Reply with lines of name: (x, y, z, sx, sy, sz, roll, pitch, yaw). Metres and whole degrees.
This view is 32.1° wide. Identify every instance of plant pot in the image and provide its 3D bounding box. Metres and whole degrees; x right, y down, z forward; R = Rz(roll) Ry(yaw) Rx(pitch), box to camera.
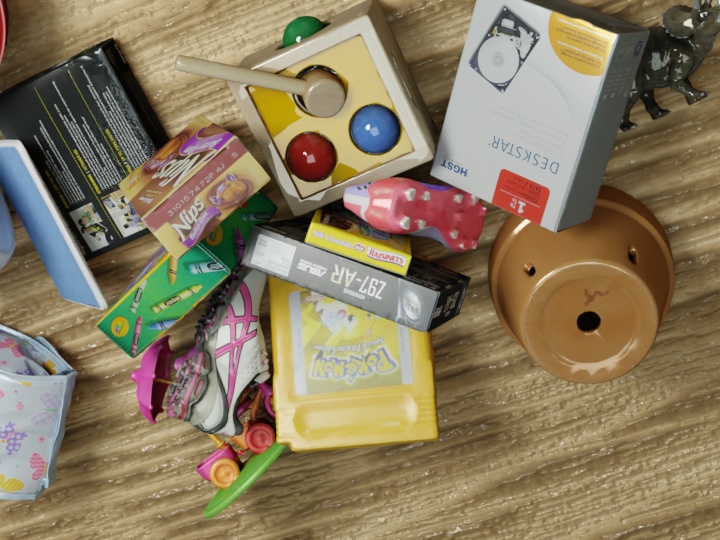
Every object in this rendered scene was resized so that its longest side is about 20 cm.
plant pot: (0.231, 0.027, 1.300, 0.199, 0.140, 0.201, 2, 113, 5)

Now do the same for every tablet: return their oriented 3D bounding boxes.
tablet: (-0.339, -0.049, 1.347, 0.014, 0.130, 0.201, -33, 111, -26)

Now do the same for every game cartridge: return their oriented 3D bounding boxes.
game cartridge: (-0.009, 0.090, 1.350, 0.175, 0.032, 0.201, -7, 74, 8)

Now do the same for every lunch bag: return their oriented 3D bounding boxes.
lunch bag: (-0.428, 0.154, 1.428, 0.199, 0.127, 0.170, 19, 111, 8)

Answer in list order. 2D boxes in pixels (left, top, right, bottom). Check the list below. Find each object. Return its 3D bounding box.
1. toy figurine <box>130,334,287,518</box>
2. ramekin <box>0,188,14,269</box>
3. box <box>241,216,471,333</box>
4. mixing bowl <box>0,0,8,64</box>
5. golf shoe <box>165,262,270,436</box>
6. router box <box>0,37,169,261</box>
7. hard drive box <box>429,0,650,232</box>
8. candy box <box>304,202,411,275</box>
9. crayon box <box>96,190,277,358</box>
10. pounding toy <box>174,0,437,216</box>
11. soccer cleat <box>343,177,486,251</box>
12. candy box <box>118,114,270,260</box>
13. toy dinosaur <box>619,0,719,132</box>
toy figurine: (-0.162, 0.142, 1.406, 0.200, 0.150, 0.184, -43, 93, -3)
ramekin: (-0.439, -0.068, 1.304, 0.094, 0.202, 0.203, -22, 109, 2)
box: (0.000, 0.000, 1.270, 0.199, 0.160, 0.044, 20, 100, 13)
mixing bowl: (-0.437, -0.263, 1.266, 0.199, 0.108, 0.201, 2, 113, 4)
golf shoe: (-0.137, 0.083, 1.358, 0.092, 0.201, 0.073, 27, 157, -16)
router box: (-0.282, -0.125, 1.337, 0.149, 0.051, 0.201, -22, 108, 16)
hard drive box: (0.173, -0.162, 1.229, 0.155, 0.077, 0.201, 26, 116, 28)
candy box: (0.000, -0.037, 1.266, 0.102, 0.200, 0.027, 21, 100, -3)
crayon box: (-0.183, -0.003, 1.307, 0.058, 0.119, 0.200, 43, 132, -11)
pounding toy: (-0.048, -0.171, 1.246, 0.183, 0.142, 0.201, -22, 108, 13)
soccer cleat: (0.062, -0.061, 1.277, 0.076, 0.200, 0.067, 16, 95, 32)
candy box: (-0.165, -0.085, 1.215, 0.117, 0.200, 0.057, -41, 109, -4)
toy dinosaur: (0.286, -0.202, 1.248, 0.199, 0.077, 0.103, -22, 90, 28)
